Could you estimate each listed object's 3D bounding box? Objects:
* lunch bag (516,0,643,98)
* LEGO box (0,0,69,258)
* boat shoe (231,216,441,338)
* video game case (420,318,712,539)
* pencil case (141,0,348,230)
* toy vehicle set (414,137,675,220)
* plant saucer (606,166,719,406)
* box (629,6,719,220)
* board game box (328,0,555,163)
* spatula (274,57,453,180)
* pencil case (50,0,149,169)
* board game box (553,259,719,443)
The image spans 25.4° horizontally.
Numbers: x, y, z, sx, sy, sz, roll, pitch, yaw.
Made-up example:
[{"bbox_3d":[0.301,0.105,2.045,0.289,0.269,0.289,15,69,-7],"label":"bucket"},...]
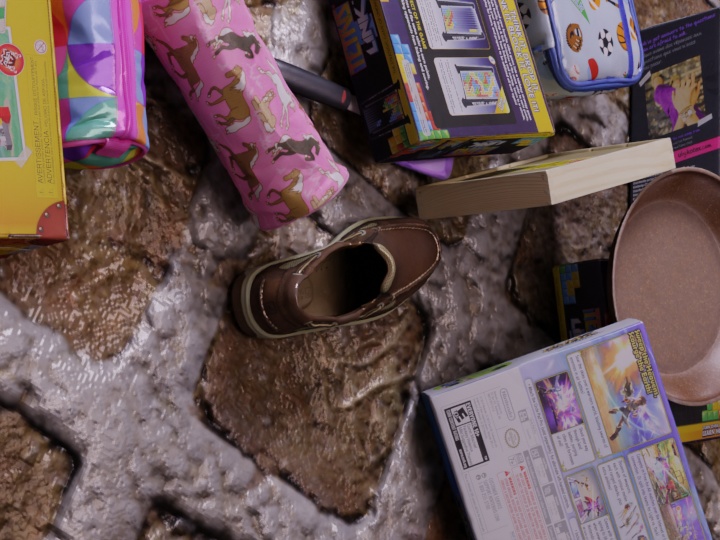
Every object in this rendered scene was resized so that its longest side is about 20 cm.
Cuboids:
[{"bbox_3d":[0.175,-0.249,1.385,0.160,0.075,0.201,-10,91,-46],"label":"lunch bag"},{"bbox_3d":[-0.261,-0.109,0.948,0.149,0.077,0.201,0,83,-43],"label":"LEGO box"},{"bbox_3d":[0.002,0.006,1.182,0.202,0.075,0.075,-25,100,-43],"label":"boat shoe"},{"bbox_3d":[0.164,0.161,1.260,0.181,0.045,0.201,-18,94,-7],"label":"video game case"},{"bbox_3d":[-0.085,-0.123,1.116,0.200,0.083,0.087,59,41,-18],"label":"pencil case"},{"bbox_3d":[0.152,-0.075,1.290,0.200,0.124,0.027,-17,99,-50],"label":"toy vehicle set"},{"bbox_3d":[0.272,0.014,1.358,0.200,0.037,0.201,3,85,-37],"label":"plant saucer"},{"bbox_3d":[0.328,-0.126,1.495,0.122,0.106,0.201,15,73,-41],"label":"box"},{"bbox_3d":[0.058,-0.190,1.266,0.165,0.057,0.201,-6,78,-45],"label":"board game box"},{"bbox_3d":[-0.002,-0.125,1.239,0.200,0.021,0.057,22,72,-39],"label":"spatula"},{"bbox_3d":[-0.180,-0.166,1.032,0.088,0.088,0.201,1,84,-43],"label":"pencil case"},{"bbox_3d":[0.263,0.072,1.423,0.199,0.057,0.166,-3,86,-44],"label":"board game box"}]
